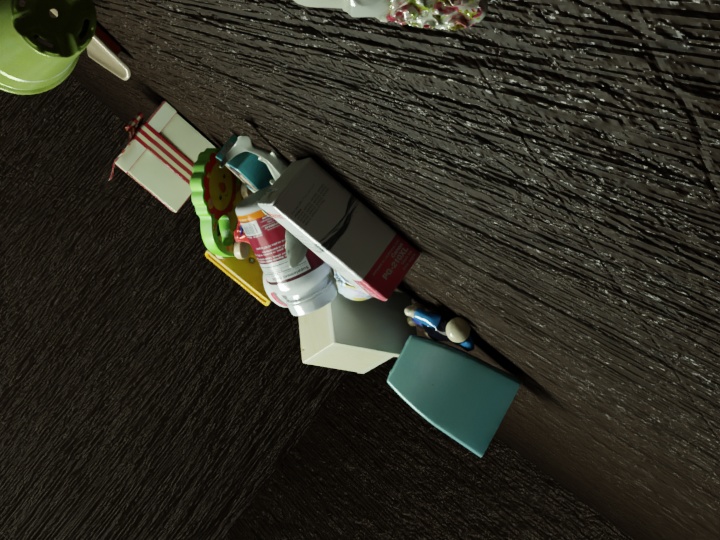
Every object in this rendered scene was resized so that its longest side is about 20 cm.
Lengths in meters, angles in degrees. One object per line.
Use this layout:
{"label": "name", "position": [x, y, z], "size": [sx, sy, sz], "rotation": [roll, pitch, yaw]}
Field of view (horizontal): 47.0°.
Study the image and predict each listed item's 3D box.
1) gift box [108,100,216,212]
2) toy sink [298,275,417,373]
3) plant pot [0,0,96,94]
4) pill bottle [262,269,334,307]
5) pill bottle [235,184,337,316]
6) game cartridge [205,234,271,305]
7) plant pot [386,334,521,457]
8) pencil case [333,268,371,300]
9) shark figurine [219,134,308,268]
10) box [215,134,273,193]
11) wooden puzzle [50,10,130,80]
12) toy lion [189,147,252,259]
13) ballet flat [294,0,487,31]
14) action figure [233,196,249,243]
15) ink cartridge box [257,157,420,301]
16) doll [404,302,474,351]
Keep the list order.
{"label": "gift box", "position": [-0.420, -0.232, 1.731], "size": [0.186, 0.201, 0.184], "rotation": [42, 169, -15]}
{"label": "toy sink", "position": [-0.007, 0.107, 1.518], "size": [0.198, 0.132, 0.112], "rotation": [13, 147, -36]}
{"label": "plant pot", "position": [-0.482, -0.370, 1.226], "size": [0.200, 0.202, 0.189], "rotation": [42, 161, -33]}
{"label": "pill bottle", "position": [-0.091, 0.005, 1.589], "size": [0.111, 0.112, 0.198], "rotation": [42, 147, -28]}
{"label": "pill bottle", "position": [-0.114, -0.035, 1.341], "size": [0.202, 0.112, 0.113], "rotation": [66, 166, -16]}
{"label": "game cartridge", "position": [-0.212, -0.049, 1.804], "size": [0.176, 0.201, 0.032], "rotation": [39, 147, -1]}
{"label": "plant pot", "position": [0.151, 0.199, 1.430], "size": [0.198, 0.143, 0.141], "rotation": [30, 179, 5]}
{"label": "pencil case", "position": [0.000, 0.000, 1.337], "size": [0.083, 0.091, 0.200], "rotation": [37, 175, 4]}
{"label": "shark figurine", "position": [-0.104, -0.128, 1.226], "size": [0.089, 0.128, 0.216], "rotation": [-5, 122, 45]}
{"label": "box", "position": [-0.155, -0.144, 1.423], "size": [0.082, 0.049, 0.200], "rotation": [33, 171, 47]}
{"label": "wooden puzzle", "position": [-0.500, -0.439, 1.461], "size": [0.184, 0.037, 0.200], "rotation": [35, 168, 41]}
{"label": "toy lion", "position": [-0.285, -0.136, 1.666], "size": [0.067, 0.204, 0.191], "rotation": [2, 170, 20]}
{"label": "ballet flat", "position": [-0.030, -0.168, 0.393], "size": [0.199, 0.064, 0.076], "rotation": [39, 173, -2]}
{"label": "action figure", "position": [-0.191, -0.115, 1.610], "size": [0.065, 0.101, 0.199], "rotation": [15, 153, -34]}
{"label": "ink cartridge box", "position": [-0.033, -0.058, 1.131], "size": [0.199, 0.085, 0.145], "rotation": [40, 174, -14]}
{"label": "doll", "position": [0.132, 0.094, 1.397], "size": [0.135, 0.049, 0.200], "rotation": [31, 175, -14]}
